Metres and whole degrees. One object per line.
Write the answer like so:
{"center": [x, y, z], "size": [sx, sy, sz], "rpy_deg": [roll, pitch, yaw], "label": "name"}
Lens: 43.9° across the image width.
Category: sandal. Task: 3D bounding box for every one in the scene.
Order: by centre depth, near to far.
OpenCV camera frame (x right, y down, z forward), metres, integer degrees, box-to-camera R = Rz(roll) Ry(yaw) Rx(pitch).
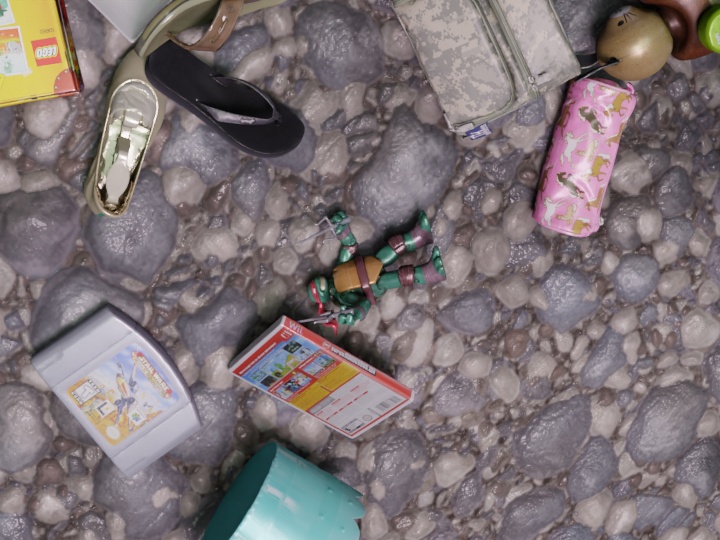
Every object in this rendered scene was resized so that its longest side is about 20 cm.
{"center": [-0.153, -0.276, 0.980], "size": [0.199, 0.080, 0.058], "rpy_deg": [-26, 92, -19], "label": "sandal"}
{"center": [-0.151, -0.192, 1.020], "size": [0.199, 0.043, 0.077], "rpy_deg": [26, 63, -23], "label": "sandal"}

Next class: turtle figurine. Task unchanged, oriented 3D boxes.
{"center": [0.000, 0.000, 1.105], "size": [0.198, 0.101, 0.151], "rpy_deg": [-18, 69, 1], "label": "turtle figurine"}

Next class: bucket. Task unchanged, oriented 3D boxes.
{"center": [-0.103, 0.326, 1.116], "size": [0.134, 0.207, 0.208], "rpy_deg": [35, 95, -10], "label": "bucket"}

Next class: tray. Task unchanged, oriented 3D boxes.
{"center": [-0.211, -0.349, 0.977], "size": [0.107, 0.022, 0.200], "rpy_deg": [44, 92, 16], "label": "tray"}

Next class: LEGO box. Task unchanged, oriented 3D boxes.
{"center": [-0.411, -0.248, 0.948], "size": [0.198, 0.077, 0.151], "rpy_deg": [-12, 108, -10], "label": "LEGO box"}

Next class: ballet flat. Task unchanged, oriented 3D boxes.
{"center": [-0.264, -0.153, 1.015], "size": [0.069, 0.069, 0.202], "rpy_deg": [15, 101, -16], "label": "ballet flat"}

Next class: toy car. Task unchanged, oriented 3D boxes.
{"center": [0.329, -0.295, 1.075], "size": [0.199, 0.165, 0.159], "rpy_deg": [-30, 110, 10], "label": "toy car"}

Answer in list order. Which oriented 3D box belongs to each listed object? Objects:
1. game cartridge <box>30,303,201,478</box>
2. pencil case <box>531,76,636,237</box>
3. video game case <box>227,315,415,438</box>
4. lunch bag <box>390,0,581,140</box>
{"center": [-0.292, 0.147, 1.107], "size": [0.132, 0.042, 0.201], "rpy_deg": [-33, 110, 2], "label": "game cartridge"}
{"center": [0.284, -0.146, 1.136], "size": [0.086, 0.083, 0.202], "rpy_deg": [8, 102, -22], "label": "pencil case"}
{"center": [-0.050, 0.139, 1.124], "size": [0.199, 0.018, 0.143], "rpy_deg": [31, 137, -19], "label": "video game case"}
{"center": [0.143, -0.275, 1.045], "size": [0.166, 0.140, 0.201], "rpy_deg": [-25, 109, 13], "label": "lunch bag"}
